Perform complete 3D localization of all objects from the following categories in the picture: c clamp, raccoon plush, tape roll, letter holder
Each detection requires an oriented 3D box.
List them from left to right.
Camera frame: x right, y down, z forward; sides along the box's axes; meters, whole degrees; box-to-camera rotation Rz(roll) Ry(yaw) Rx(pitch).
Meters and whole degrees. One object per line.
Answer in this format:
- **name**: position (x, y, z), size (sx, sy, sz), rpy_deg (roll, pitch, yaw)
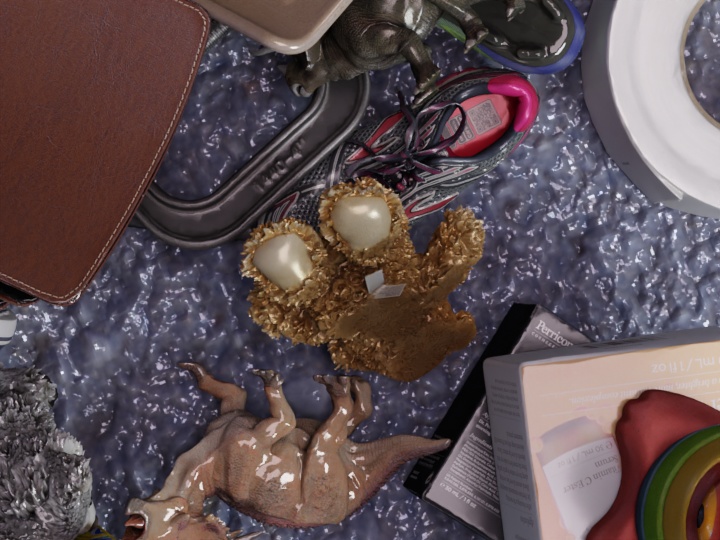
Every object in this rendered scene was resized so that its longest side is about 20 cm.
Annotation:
- **raccoon plush**: position (-0.243, 0.105, 1.636), size (0.199, 0.134, 0.097), rpy_deg (13, 102, -20)
- **letter holder**: position (-0.180, -0.076, 1.689), size (0.142, 0.101, 0.201), rpy_deg (23, 74, 6)
- **c clamp**: position (-0.088, -0.118, 1.769), size (0.171, 0.027, 0.200), rpy_deg (41, 80, 6)
- **tape roll**: position (0.242, -0.132, 1.815), size (0.201, 0.071, 0.204), rpy_deg (0, 90, -11)

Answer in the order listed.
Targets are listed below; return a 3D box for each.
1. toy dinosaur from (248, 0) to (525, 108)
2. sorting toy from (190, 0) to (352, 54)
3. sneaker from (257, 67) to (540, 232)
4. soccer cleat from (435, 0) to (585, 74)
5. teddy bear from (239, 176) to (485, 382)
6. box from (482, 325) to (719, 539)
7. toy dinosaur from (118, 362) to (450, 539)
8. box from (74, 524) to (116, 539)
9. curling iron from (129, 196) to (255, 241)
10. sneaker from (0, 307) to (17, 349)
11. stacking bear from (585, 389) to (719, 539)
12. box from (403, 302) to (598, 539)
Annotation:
- **toy dinosaur**: position (0.032, -0.166, 1.706), size (0.200, 0.077, 0.102), rpy_deg (-44, 84, 8)
- **sorting toy**: position (-0.032, -0.221, 1.723), size (0.200, 0.185, 0.037), rpy_deg (-46, 136, -13)
- **sneaker**: position (0.021, -0.066, 1.772), size (0.200, 0.075, 0.081), rpy_deg (-37, 96, -8)
- **soccer cleat**: position (0.049, -0.181, 1.785), size (0.200, 0.084, 0.065), rpy_deg (31, 95, 12)
- **teddy bear**: position (0.000, 0.000, 1.718), size (0.145, 0.200, 0.067), rpy_deg (-43, 57, 20)
- **box**: position (0.167, 0.142, 1.703), size (0.151, 0.106, 0.201), rpy_deg (-8, 91, -10)
- **toy dinosaur**: position (-0.051, 0.129, 1.752), size (0.199, 0.086, 0.136), rpy_deg (5, 89, -11)
- **box**: position (-0.165, 0.193, 1.671), size (0.064, 0.200, 0.070), rpy_deg (-22, 94, -11)
- **curling iron**: position (-0.164, -0.032, 1.760), size (0.199, 0.026, 0.050), rpy_deg (5, 66, -12)
- **sneaker**: position (-0.309, 0.040, 1.711), size (0.199, 0.078, 0.080), rpy_deg (10, 102, -18)
- **stacking bear**: position (0.207, 0.136, 1.554), size (0.113, 0.200, 0.122), rpy_deg (16, 87, -9)
- **box**: position (0.150, 0.131, 1.792), size (0.199, 0.079, 0.142), rpy_deg (33, 88, -8)
